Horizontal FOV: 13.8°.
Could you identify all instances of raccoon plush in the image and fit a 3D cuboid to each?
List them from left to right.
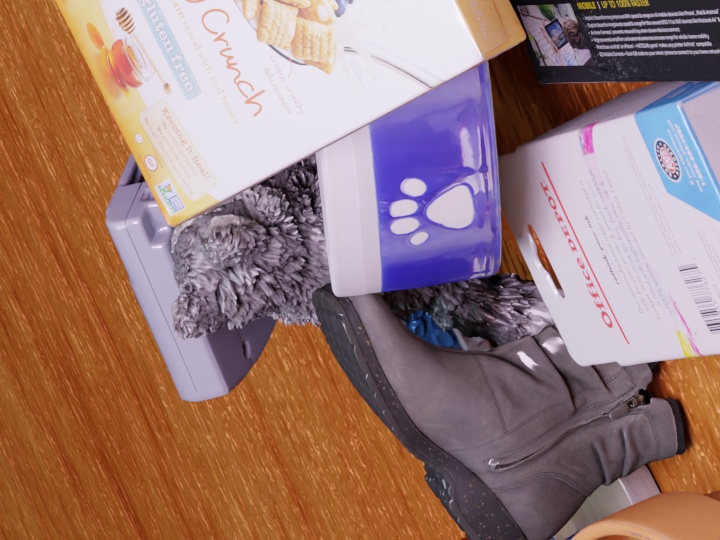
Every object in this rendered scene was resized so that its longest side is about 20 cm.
[{"bbox_3d":[0.000,0.000,1.477,0.199,0.134,0.097,13,114,16],"label":"raccoon plush"}]

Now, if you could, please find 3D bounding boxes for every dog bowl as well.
[{"bbox_3d":[0.014,-0.091,1.377,0.200,0.078,0.202,174,90,-89],"label":"dog bowl"}]

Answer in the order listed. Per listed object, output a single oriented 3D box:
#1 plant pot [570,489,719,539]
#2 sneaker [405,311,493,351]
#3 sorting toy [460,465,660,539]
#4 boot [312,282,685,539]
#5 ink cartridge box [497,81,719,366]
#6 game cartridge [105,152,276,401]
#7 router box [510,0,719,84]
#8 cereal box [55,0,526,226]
[{"bbox_3d":[0.202,0.174,1.344,0.200,0.140,0.201,44,149,35],"label":"plant pot"},{"bbox_3d":[0.022,-0.006,1.621,0.087,0.075,0.201,52,156,45],"label":"sneaker"},{"bbox_3d":[0.130,0.212,1.648,0.201,0.069,0.199,62,158,-5],"label":"sorting toy"},{"bbox_3d":[0.071,0.047,1.472,0.200,0.130,0.068,54,176,-31],"label":"boot"},{"bbox_3d":[0.143,-0.024,1.335,0.116,0.068,0.200,65,157,-6],"label":"ink cartridge box"},{"bbox_3d":[-0.078,-0.027,1.586,0.041,0.200,0.134,-13,120,21],"label":"game cartridge"},{"bbox_3d":[0.117,-0.155,1.254,0.200,0.051,0.150,7,122,63],"label":"router box"},{"bbox_3d":[-0.039,-0.119,1.248,0.200,0.039,0.145,-27,90,42],"label":"cereal box"}]
